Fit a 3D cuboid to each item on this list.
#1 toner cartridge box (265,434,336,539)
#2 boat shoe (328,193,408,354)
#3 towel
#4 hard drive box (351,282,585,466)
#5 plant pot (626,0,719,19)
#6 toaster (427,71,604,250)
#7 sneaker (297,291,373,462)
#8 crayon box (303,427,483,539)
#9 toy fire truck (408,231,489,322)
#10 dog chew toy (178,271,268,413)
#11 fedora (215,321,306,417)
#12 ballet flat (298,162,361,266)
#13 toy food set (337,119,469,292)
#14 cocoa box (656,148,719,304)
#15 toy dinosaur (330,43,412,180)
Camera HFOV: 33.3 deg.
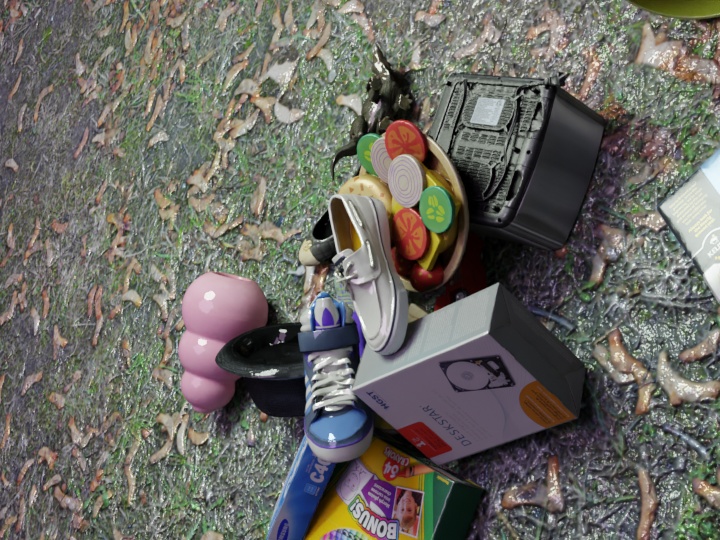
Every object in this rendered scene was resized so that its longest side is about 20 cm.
[{"bbox_3d":[-0.062,0.248,1.486,0.095,0.043,0.200,-74,5,-63],"label":"toner cartridge box"},{"bbox_3d":[0.000,0.000,1.336,0.071,0.070,0.200,-38,51,44],"label":"boat shoe"},{"bbox_3d":[0.007,0.097,1.456,0.144,0.023,0.200,-172,70,-76],"label":"towel"},{"bbox_3d":[0.118,0.119,1.317,0.200,0.156,0.077,-28,31,39],"label":"hard drive box"},{"bbox_3d":[0.362,-0.407,1.287,0.187,0.187,0.200,-10,52,45],"label":"plant pot"},{"bbox_3d":[0.173,-0.131,1.401,0.200,0.119,0.181,15,86,50],"label":"toaster"},{"bbox_3d":[-0.037,0.108,1.369,0.080,0.147,0.200,-10,26,4],"label":"sneaker"},{"bbox_3d":[0.032,0.296,1.422,0.200,0.058,0.173,22,91,50],"label":"crayon box"},{"bbox_3d":[0.093,0.063,1.460,0.141,0.049,0.200,-26,55,41],"label":"toy fire truck"},{"bbox_3d":[-0.205,0.105,1.723,0.124,0.124,0.200,18,96,50],"label":"dog chew toy"},{"bbox_3d":[-0.092,0.136,1.582,0.200,0.200,0.092,11,116,49],"label":"fedora"},{"bbox_3d":[-0.027,-0.086,1.648,0.200,0.057,0.066,-51,44,20],"label":"ballet flat"},{"bbox_3d":[0.051,-0.072,1.395,0.200,0.049,0.198,50,135,33],"label":"toy food set"},{"bbox_3d":[0.405,-0.062,1.105,0.200,0.133,0.131,-46,45,25],"label":"cocoa box"},{"bbox_3d":[0.020,-0.206,1.632,0.102,0.077,0.200,-163,91,-86],"label":"toy dinosaur"}]
